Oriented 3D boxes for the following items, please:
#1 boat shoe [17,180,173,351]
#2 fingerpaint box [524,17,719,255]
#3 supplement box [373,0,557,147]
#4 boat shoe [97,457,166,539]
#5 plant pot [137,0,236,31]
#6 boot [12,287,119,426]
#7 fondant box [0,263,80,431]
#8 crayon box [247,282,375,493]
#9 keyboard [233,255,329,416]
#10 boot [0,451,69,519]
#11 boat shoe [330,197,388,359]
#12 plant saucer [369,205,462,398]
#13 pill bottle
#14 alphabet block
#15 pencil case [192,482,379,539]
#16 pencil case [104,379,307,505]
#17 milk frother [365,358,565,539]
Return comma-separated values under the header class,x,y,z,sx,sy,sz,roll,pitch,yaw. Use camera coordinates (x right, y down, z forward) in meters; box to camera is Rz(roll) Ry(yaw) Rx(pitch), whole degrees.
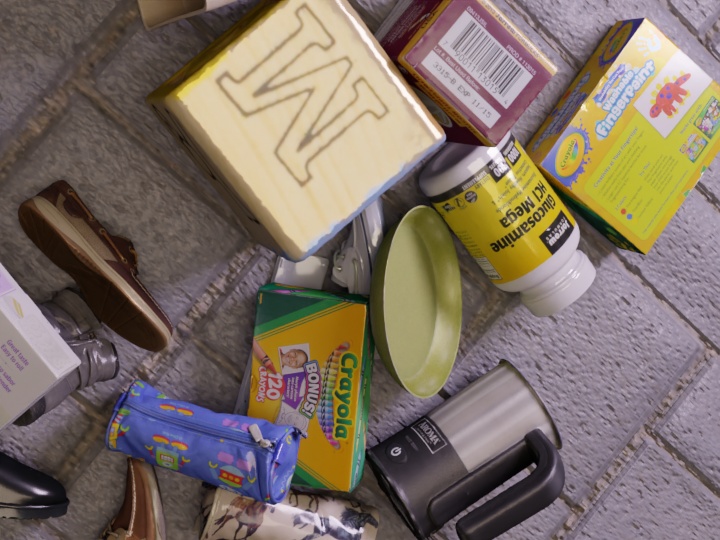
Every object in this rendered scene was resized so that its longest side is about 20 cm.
class,x,y,z,sx,sy,sz,roll,pitch,yaw
boat shoe,-0.252,-0.008,1.308,0.200,0.072,0.072,45,52,-1
fingerpaint box,0.299,-0.148,1.439,0.167,0.073,0.200,37,86,-17
supplement box,0.088,-0.206,1.309,0.131,0.200,0.103,40,86,-16
boat shoe,-0.239,0.291,1.351,0.071,0.076,0.201,-1,96,-13
plant pot,-0.123,-0.357,1.248,0.176,0.200,0.201,-19,102,-23
boot,-0.334,0.045,1.285,0.132,0.070,0.201,-35,99,-47
fondant box,-0.379,0.094,1.199,0.200,0.058,0.144,-39,91,14
crayon box,-0.051,0.120,1.351,0.118,0.058,0.201,7,99,14
keyboard,-0.086,0.078,1.399,0.056,0.011,0.201,15,93,-22
boot,-0.378,0.158,1.302,0.197,0.073,0.163,11,88,-18
boat shoe,0.000,0.000,1.376,0.066,0.074,0.201,-9,94,6
plant saucer,0.056,0.033,1.362,0.031,0.200,0.201,0,99,27
pill bottle,0.162,-0.052,1.394,0.112,0.112,0.200,-41,105,-7
alphabet block,-0.070,-0.151,1.280,0.196,0.195,0.200,-41,106,-9
pencil case,-0.076,0.271,1.390,0.199,0.089,0.078,17,64,-17
pencil case,-0.158,0.171,1.311,0.199,0.087,0.078,15,55,12
milk frother,0.133,0.237,1.426,0.188,0.181,0.200,-31,147,-9
